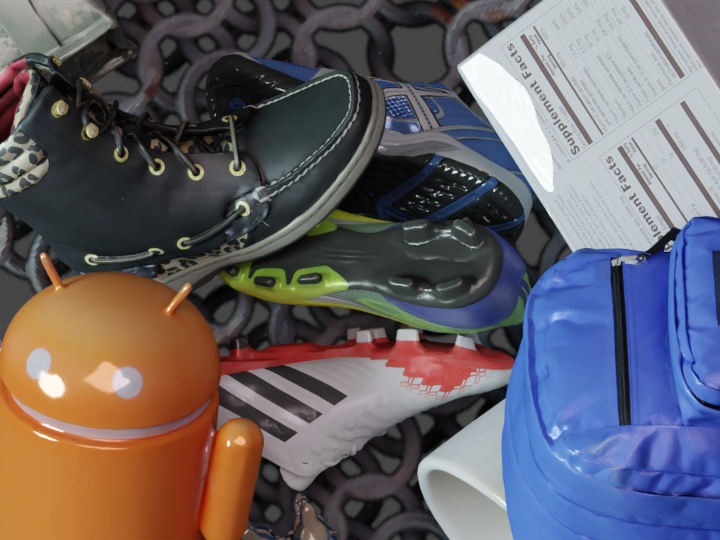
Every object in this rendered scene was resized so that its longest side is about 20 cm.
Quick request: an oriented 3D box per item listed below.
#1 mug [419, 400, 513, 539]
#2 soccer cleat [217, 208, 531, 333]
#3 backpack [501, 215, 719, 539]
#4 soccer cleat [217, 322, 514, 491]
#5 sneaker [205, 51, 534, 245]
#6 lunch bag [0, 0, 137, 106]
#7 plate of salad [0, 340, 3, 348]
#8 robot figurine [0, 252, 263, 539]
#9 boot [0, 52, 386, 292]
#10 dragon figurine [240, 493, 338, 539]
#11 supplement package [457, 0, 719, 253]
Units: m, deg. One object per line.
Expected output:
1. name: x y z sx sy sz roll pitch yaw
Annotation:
1. mug: 0.148 0.117 1.181 0.186 0.150 0.153 42 72 16
2. soccer cleat: 0.000 0.001 1.220 0.199 0.084 0.065 9 71 33
3. backpack: 0.165 0.058 1.032 0.198 0.169 0.163 3 43 1
4. soccer cleat: -0.014 0.075 1.225 0.198 0.069 0.086 -4 93 3
5. sneaker: 0.007 -0.071 1.256 0.199 0.076 0.077 25 41 11
6. lunch bag: -0.250 -0.136 1.226 0.199 0.118 0.165 -34 87 0
7. plate of salad: -0.266 0.107 1.216 0.198 0.048 0.202 1 81 -3
8. robot figurine: -0.132 0.087 1.159 0.116 0.144 0.202 -11 123 -31
9. boot: -0.103 -0.064 1.167 0.203 0.153 0.074 -31 45 24
10. dragon figurine: 0.001 0.209 1.201 0.059 0.099 0.201 -32 96 1
11. supplement package: 0.166 -0.078 1.178 0.111 0.200 0.156 -35 83 25
